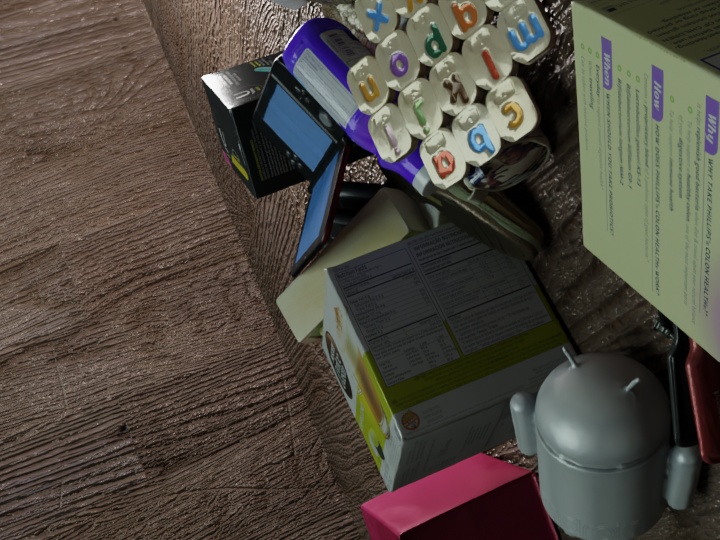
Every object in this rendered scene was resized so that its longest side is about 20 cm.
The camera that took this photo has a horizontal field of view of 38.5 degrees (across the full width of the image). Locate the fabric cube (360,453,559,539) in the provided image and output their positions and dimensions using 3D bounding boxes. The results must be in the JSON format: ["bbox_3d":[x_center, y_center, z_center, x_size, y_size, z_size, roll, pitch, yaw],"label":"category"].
[{"bbox_3d":[0.140,0.373,1.336,0.199,0.195,0.201,169,81,-75],"label":"fabric cube"}]

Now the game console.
[{"bbox_3d":[-0.078,-0.108,1.123,0.172,0.119,0.200,46,162,-2],"label":"game console"}]

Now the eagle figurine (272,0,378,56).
[{"bbox_3d":[-0.006,-0.289,1.063,0.201,0.151,0.151,66,148,33],"label":"eagle figurine"}]

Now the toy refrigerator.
[{"bbox_3d":[0.000,0.000,1.179,0.200,0.076,0.070,-45,63,27],"label":"toy refrigerator"}]

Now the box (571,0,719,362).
[{"bbox_3d":[0.214,-0.055,0.578,0.200,0.096,0.177,-127,20,-53],"label":"box"}]

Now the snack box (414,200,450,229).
[{"bbox_3d":[0.050,-0.134,1.143,0.072,0.024,0.201,85,159,-57],"label":"snack box"}]

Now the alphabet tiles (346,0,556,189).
[{"bbox_3d":[0.072,-0.181,0.884,0.200,0.015,0.197,-33,75,37],"label":"alphabet tiles"}]

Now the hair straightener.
[{"bbox_3d":[0.233,0.042,0.773,0.077,0.041,0.201,-154,45,-71],"label":"hair straightener"}]

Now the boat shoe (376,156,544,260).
[{"bbox_3d":[0.109,-0.087,1.019,0.200,0.076,0.072,36,167,26],"label":"boat shoe"}]

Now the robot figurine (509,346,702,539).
[{"bbox_3d":[0.209,0.152,0.886,0.168,0.113,0.201,11,132,28],"label":"robot figurine"}]

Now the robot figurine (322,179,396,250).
[{"bbox_3d":[0.018,-0.028,1.314,0.125,0.150,0.200,50,172,39],"label":"robot figurine"}]

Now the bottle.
[{"bbox_3d":[0.012,-0.157,0.993,0.200,0.083,0.065,48,117,15],"label":"bottle"}]

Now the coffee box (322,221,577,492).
[{"bbox_3d":[0.084,0.087,1.100,0.200,0.199,0.199,97,150,-63],"label":"coffee box"}]

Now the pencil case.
[{"bbox_3d":[0.089,-0.164,0.938,0.078,0.089,0.201,16,-138,-59],"label":"pencil case"}]

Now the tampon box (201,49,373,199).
[{"bbox_3d":[-0.080,-0.203,1.325,0.150,0.199,0.127,-131,23,-57],"label":"tampon box"}]
